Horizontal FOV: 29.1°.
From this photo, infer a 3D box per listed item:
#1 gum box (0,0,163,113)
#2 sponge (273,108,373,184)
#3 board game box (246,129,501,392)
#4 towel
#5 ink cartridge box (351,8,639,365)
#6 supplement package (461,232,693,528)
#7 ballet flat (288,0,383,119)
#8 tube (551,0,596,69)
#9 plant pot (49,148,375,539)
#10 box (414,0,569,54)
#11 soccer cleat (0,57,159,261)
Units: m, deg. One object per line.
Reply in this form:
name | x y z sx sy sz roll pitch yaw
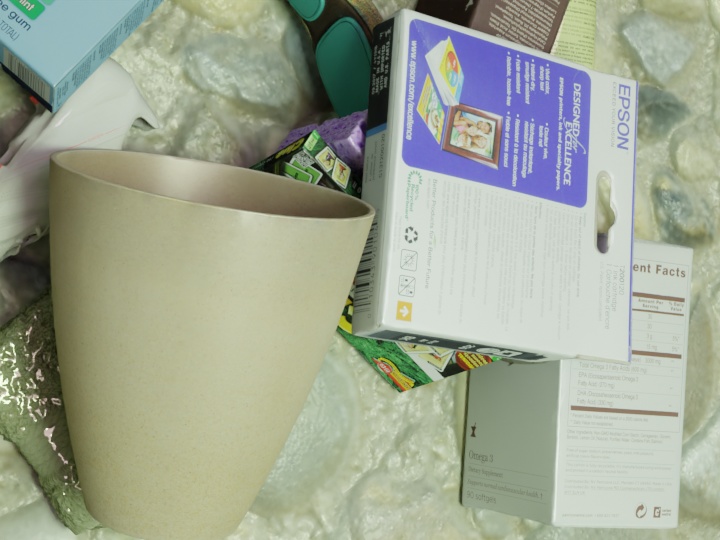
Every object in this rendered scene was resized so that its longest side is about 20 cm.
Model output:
gum box | -0.183 -0.225 0.839 0.170 0.045 0.200 41 69 -1
sponge | 0.035 -0.021 0.943 0.200 0.111 0.030 47 66 -19
board game box | 0.000 0.000 0.927 0.200 0.104 0.024 46 51 -19
towel | -0.142 0.055 0.886 0.200 0.036 0.149 -41 106 -24
ink cartridge box | 0.091 -0.045 0.889 0.198 0.043 0.200 10 78 -30
supplement package | 0.155 0.078 1.002 0.116 0.117 0.202 6 85 -28
ballet flat | -0.008 -0.171 0.935 0.070 0.071 0.201 -27 85 -26
tube | 0.151 -0.204 1.052 0.057 0.052 0.202 2 90 11
plant pot | -0.100 0.047 0.802 0.186 0.187 0.202 6 100 -28
box | 0.078 -0.151 0.978 0.075 0.100 0.202 26 76 -25
soccer cleat | -0.197 -0.045 0.843 0.078 0.069 0.201 43 67 -24
